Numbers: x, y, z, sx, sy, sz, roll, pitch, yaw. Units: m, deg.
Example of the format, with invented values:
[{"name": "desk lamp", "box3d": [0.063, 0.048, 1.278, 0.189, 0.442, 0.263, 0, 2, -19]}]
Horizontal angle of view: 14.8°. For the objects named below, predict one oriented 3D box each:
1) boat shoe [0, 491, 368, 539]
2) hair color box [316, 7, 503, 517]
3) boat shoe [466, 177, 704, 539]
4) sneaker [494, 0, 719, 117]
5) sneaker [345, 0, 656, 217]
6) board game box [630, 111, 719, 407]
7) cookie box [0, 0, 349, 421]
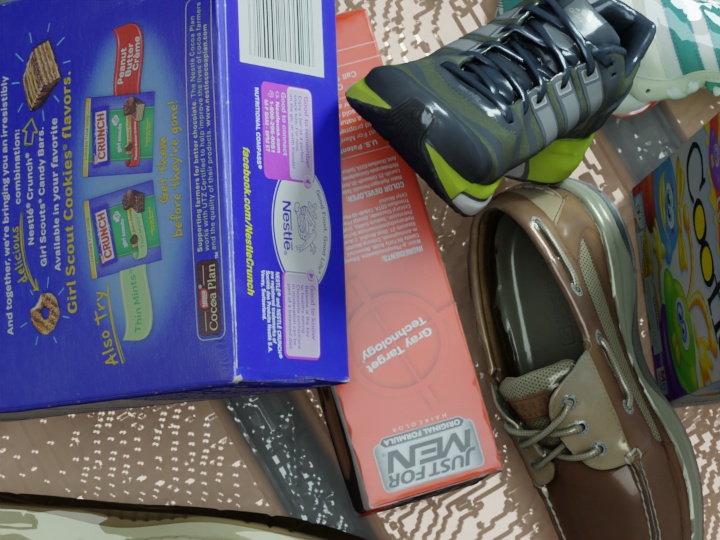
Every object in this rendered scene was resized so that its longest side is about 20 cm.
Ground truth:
[{"name": "boat shoe", "box3d": [-0.082, 0.133, 1.173, 0.200, 0.071, 0.065, 5, 88, 4]}, {"name": "hair color box", "box3d": [0.000, 0.000, 1.178, 0.061, 0.102, 0.200, -16, 83, -6]}, {"name": "boat shoe", "box3d": [0.087, 0.058, 1.181, 0.076, 0.072, 0.200, -26, 74, 36]}, {"name": "sneaker", "box3d": [0.153, -0.101, 1.230, 0.200, 0.070, 0.093, 26, 99, -3]}, {"name": "sneaker", "box3d": [0.059, -0.078, 1.121, 0.074, 0.200, 0.081, 45, 112, 9]}, {"name": "board game box", "box3d": [0.185, -0.007, 1.144, 0.105, 0.200, 0.103, -7, 83, -6]}, {"name": "cookie box", "box3d": [-0.105, -0.028, 1.130, 0.200, 0.075, 0.171, -8, 81, 39]}]
